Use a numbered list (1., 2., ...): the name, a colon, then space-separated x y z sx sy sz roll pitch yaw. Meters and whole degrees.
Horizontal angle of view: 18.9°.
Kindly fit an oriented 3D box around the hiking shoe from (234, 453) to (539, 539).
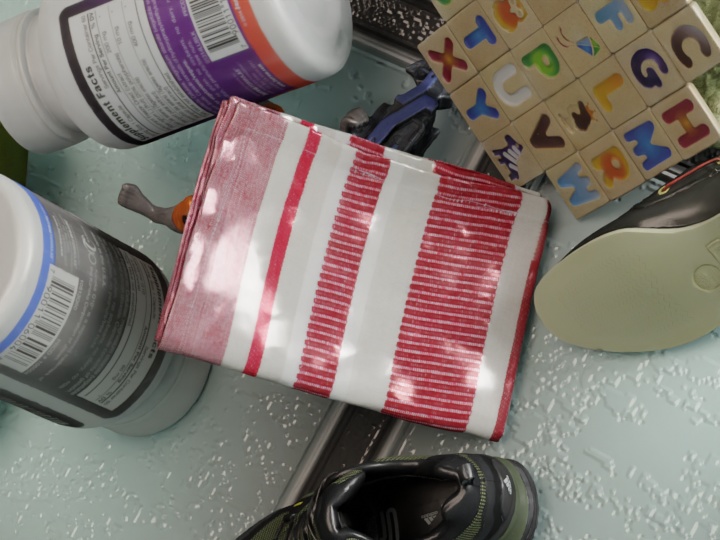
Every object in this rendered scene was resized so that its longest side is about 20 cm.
1. hiking shoe: -0.009 0.137 1.166 0.199 0.101 0.076 -24 60 21

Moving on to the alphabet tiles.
1. alphabet tiles: 0.108 -0.117 1.154 0.167 0.006 0.200 57 146 -1

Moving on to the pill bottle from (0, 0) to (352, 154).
1. pill bottle: -0.114 -0.135 1.244 0.199 0.111 0.112 -17 63 24

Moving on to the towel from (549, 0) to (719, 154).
1. towel: 0.180 -0.157 1.184 0.148 0.036 0.201 1 68 52

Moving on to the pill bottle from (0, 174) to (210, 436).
1. pill bottle: -0.177 0.026 1.249 0.113 0.200 0.115 -11 67 26

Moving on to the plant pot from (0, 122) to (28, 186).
1. plant pot: -0.293 0.003 1.361 0.186 0.187 0.202 -9 82 28

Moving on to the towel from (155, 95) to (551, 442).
1. towel: 0.000 0.000 1.181 0.198 0.023 0.145 16 77 -11

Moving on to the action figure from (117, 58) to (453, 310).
1. action figure: -0.017 -0.048 1.268 0.193 0.105 0.200 36 67 29

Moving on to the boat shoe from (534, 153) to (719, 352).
1. boat shoe: 0.182 -0.016 1.136 0.201 0.074 0.063 -27 20 32
